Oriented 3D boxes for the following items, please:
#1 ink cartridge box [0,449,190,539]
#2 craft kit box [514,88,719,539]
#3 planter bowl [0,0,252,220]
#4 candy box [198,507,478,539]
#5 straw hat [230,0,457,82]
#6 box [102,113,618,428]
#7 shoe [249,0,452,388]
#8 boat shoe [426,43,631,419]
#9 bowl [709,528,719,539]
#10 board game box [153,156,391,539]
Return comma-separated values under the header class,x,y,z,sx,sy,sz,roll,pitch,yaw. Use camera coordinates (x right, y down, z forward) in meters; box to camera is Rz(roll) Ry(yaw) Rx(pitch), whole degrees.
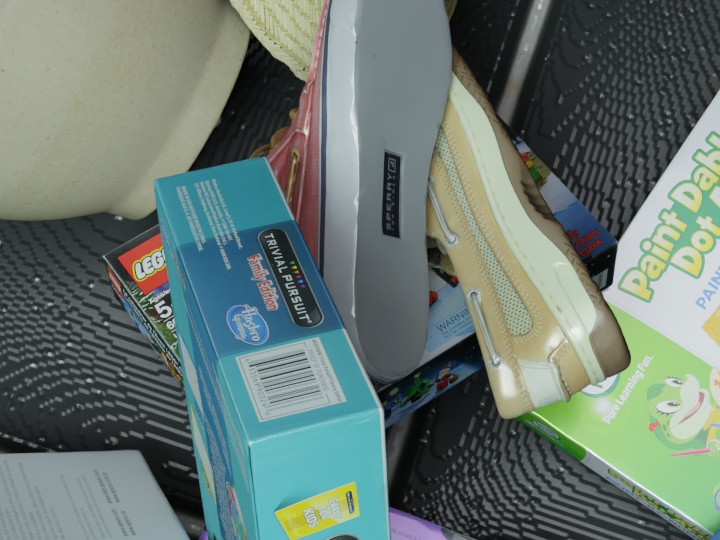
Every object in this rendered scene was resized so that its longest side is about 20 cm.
class,x,y,z,sx,sy,sz,roll,pitch,yaw
ink cartridge box,-0.165,0.126,0.720,0.199,0.200,0.041,2,105,-19
craft kit box,0.206,0.039,0.857,0.197,0.049,0.200,33,80,10
planter bowl,-0.136,-0.105,0.832,0.134,0.200,0.201,28,79,-21
candy box,-0.014,0.207,0.810,0.167,0.072,0.201,20,78,5
straw hat,0.024,-0.177,0.822,0.085,0.201,0.202,11,75,42
box,0.000,0.000,0.831,0.199,0.038,0.137,-31,61,-17
shoe,-0.019,-0.048,0.762,0.091,0.071,0.201,-6,75,38
boat shoe,0.041,-0.025,0.785,0.076,0.072,0.201,-29,55,4
bowl,0.219,0.183,0.788,0.199,0.039,0.202,-3,100,-16
board game box,-0.029,0.083,0.664,0.047,0.201,0.151,-13,39,-11
